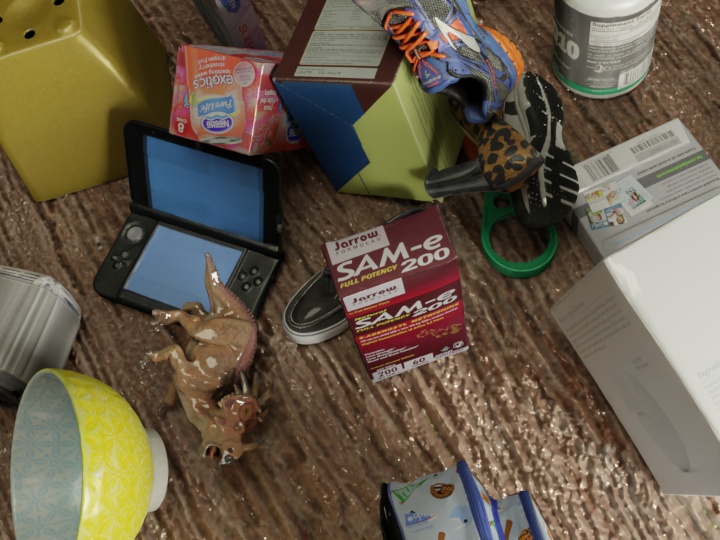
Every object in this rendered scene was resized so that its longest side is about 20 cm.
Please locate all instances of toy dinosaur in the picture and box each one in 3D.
[{"bbox_3d":[-0.138,0.090,0.888,0.135,0.086,0.201,8,74,14],"label":"toy dinosaur"}]

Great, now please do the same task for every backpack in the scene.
[{"bbox_3d":[0.090,0.252,0.718,0.153,0.200,0.191,-20,54,-6],"label":"backpack"}]

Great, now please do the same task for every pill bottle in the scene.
[{"bbox_3d":[0.265,-0.289,0.960,0.113,0.200,0.114,-4,61,8],"label":"pill bottle"}]

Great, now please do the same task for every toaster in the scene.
[{"bbox_3d":[-0.385,0.070,0.939,0.199,0.114,0.130,8,61,16],"label":"toaster"}]

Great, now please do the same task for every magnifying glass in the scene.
[{"bbox_3d":[0.152,-0.079,0.974,0.079,0.022,0.201,-19,62,-1],"label":"magnifying glass"}]

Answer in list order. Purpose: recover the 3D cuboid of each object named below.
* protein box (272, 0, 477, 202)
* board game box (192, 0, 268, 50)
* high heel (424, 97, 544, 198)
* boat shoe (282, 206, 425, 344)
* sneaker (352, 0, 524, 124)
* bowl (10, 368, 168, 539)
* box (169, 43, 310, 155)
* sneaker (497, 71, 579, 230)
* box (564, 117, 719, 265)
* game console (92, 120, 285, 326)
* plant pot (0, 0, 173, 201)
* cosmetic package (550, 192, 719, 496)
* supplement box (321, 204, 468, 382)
[{"bbox_3d":[0.031,-0.215,0.956,0.134,0.199,0.201,8,64,25],"label":"protein box"},{"bbox_3d":[-0.177,-0.342,1.071,0.041,0.200,0.200,-29,62,-6],"label":"board game box"},{"bbox_3d":[0.148,-0.163,0.888,0.142,0.071,0.201,-4,60,51],"label":"high heel"},{"bbox_3d":[0.000,0.000,0.931,0.200,0.066,0.070,-32,61,-7],"label":"boat shoe"},{"bbox_3d":[0.070,-0.203,0.803,0.075,0.200,0.079,-11,57,54],"label":"sneaker"},{"bbox_3d":[-0.246,0.192,0.838,0.107,0.200,0.201,4,52,-37],"label":"bowl"},{"bbox_3d":[-0.108,-0.188,0.971,0.102,0.200,0.095,17,107,18],"label":"box"},{"bbox_3d":[0.175,-0.115,0.939,0.074,0.080,0.201,27,47,-24],"label":"sneaker"},{"bbox_3d":[0.310,-0.046,0.913,0.155,0.041,0.200,-25,59,-2],"label":"box"},{"bbox_3d":[-0.192,-0.042,0.957,0.199,0.118,0.171,17,68,19],"label":"game console"},{"bbox_3d":[-0.342,-0.235,1.045,0.195,0.200,0.195,-16,60,1],"label":"plant pot"},{"bbox_3d":[0.277,0.068,0.740,0.123,0.199,0.200,-30,79,-7],"label":"cosmetic package"},{"bbox_3d":[0.038,0.029,0.832,0.108,0.200,0.061,-20,60,0],"label":"supplement box"}]
